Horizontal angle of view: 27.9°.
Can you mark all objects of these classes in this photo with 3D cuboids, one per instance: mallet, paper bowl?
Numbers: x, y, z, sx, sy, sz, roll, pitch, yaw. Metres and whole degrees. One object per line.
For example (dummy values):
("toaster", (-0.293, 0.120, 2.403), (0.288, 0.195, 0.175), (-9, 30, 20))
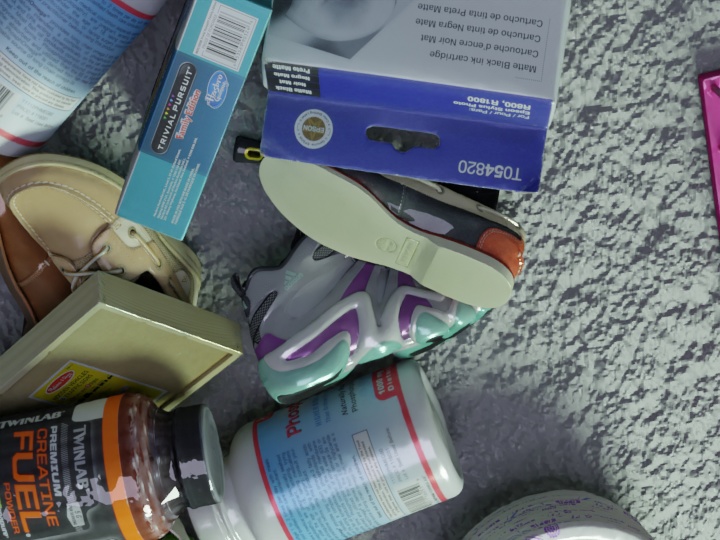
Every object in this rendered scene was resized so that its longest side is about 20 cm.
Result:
("mallet", (0.009, -0.083, 1.050), (0.197, 0.041, 0.067), (15, 112, -5))
("paper bowl", (0.153, 0.273, 1.154), (0.198, 0.104, 0.203), (-3, 107, -10))

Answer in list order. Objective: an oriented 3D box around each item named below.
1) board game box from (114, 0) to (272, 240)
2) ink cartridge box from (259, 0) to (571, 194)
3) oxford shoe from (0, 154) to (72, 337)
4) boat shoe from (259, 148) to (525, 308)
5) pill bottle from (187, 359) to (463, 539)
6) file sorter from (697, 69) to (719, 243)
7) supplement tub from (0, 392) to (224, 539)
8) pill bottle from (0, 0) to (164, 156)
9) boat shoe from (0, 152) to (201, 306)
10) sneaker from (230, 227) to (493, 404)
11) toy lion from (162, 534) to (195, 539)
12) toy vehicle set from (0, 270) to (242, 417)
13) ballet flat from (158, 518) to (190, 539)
("board game box", (-0.104, -0.128, 0.934), (0.046, 0.200, 0.152), (20, 109, -11))
("ink cartridge box", (0.037, -0.164, 0.953), (0.197, 0.041, 0.203), (7, 86, 6))
("oxford shoe", (-0.225, -0.007, 1.051), (0.070, 0.072, 0.202), (-15, 123, -1))
("boat shoe", (0.025, -0.043, 1.017), (0.198, 0.063, 0.071), (25, 143, -4))
("pill bottle", (-0.029, 0.152, 1.101), (0.198, 0.109, 0.110), (-22, 112, 5))
("file sorter", (0.338, -0.044, 1.036), (0.137, 0.126, 0.202), (-13, 112, 1))
("supplement tub", (-0.199, 0.146, 1.021), (0.197, 0.107, 0.108), (-12, 112, 2))
("pill bottle", (-0.197, -0.180, 0.949), (0.109, 0.109, 0.200), (40, 104, -17))
("boat shoe", (-0.173, -0.012, 1.002), (0.071, 0.065, 0.200), (-23, 143, 23))
("sneaker", (0.000, 0.000, 1.064), (0.198, 0.078, 0.141), (-19, 79, -27))
("toy lion", (-0.190, 0.301, 1.182), (0.190, 0.069, 0.202), (18, 109, -19))
("toy vehicle set", (-0.194, 0.079, 1.044), (0.123, 0.027, 0.199), (24, 133, -38))
("ballet flat", (-0.186, 0.189, 1.088), (0.199, 0.068, 0.073), (26, 95, 28))
